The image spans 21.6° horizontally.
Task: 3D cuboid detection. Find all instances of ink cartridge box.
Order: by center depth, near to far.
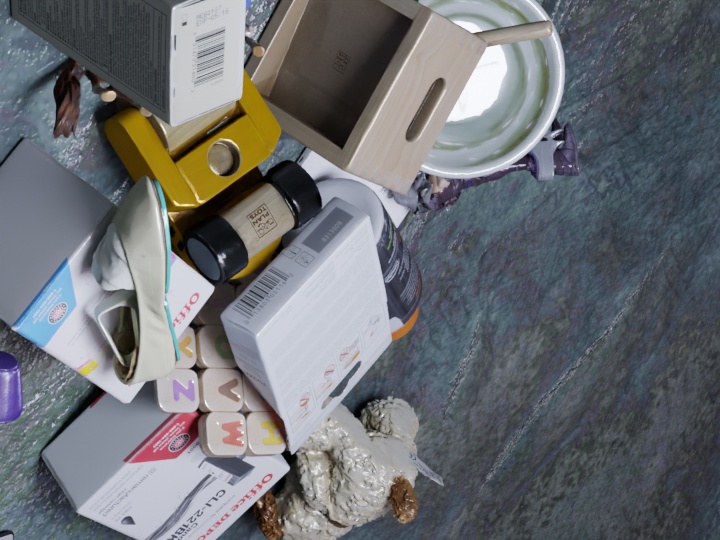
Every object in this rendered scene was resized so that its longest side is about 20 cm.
[{"bbox_3d":[-0.232,0.008,1.586,0.129,0.125,0.200,-52,146,-5],"label":"ink cartridge box"},{"bbox_3d":[-0.043,0.053,1.726,0.160,0.047,0.200,-48,151,-24],"label":"ink cartridge box"},{"bbox_3d":[-0.182,0.182,1.805,0.144,0.084,0.200,-43,145,6],"label":"ink cartridge box"}]

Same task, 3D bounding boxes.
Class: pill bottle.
[{"bbox_3d":[0.000,0.000,1.872,0.106,0.106,0.200,-49,150,-10],"label":"pill bottle"}]

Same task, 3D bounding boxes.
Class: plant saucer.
[{"bbox_3d":[0.096,-0.192,1.830,0.199,0.050,0.201,-1,106,-4],"label":"plant saucer"}]

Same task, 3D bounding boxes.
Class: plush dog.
[{"bbox_3d":[-0.024,0.238,2.047,0.172,0.161,0.200,-42,153,30],"label":"plush dog"}]

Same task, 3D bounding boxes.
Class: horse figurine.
[{"bbox_3d":[-0.168,-0.171,1.533,0.199,0.133,0.050,-21,125,-15],"label":"horse figurine"}]

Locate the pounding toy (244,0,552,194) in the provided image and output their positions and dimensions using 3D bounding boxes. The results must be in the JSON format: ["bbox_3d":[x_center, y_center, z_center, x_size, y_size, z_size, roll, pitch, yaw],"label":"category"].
[{"bbox_3d":[0.029,-0.187,1.692,0.142,0.184,0.201,19,103,-55],"label":"pounding toy"}]

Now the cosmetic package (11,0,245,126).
[{"bbox_3d":[-0.176,-0.201,1.412,0.073,0.200,0.104,-26,138,-35],"label":"cosmetic package"}]

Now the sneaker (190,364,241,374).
[{"bbox_3d":[-0.094,0.102,1.846,0.199,0.074,0.082,-4,120,-47],"label":"sneaker"}]

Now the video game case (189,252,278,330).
[{"bbox_3d":[-0.131,0.074,1.860,0.200,0.023,0.182,-52,146,-6],"label":"video game case"}]

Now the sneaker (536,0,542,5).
[{"bbox_3d":[0.142,-0.227,1.903,0.091,0.077,0.201,-31,150,-55],"label":"sneaker"}]

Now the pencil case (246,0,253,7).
[{"bbox_3d":[-0.084,-0.304,1.547,0.087,0.078,0.201,26,98,-39],"label":"pencil case"}]

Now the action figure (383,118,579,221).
[{"bbox_3d":[0.119,-0.102,1.923,0.199,0.070,0.130,-15,175,-6],"label":"action figure"}]

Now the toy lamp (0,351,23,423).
[{"bbox_3d":[-0.334,0.163,1.654,0.058,0.058,0.201,-11,126,-46],"label":"toy lamp"}]

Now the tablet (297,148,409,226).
[{"bbox_3d":[0.000,-0.091,1.892,0.130,0.014,0.200,-56,146,1],"label":"tablet"}]

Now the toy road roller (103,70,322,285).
[{"bbox_3d":[-0.144,-0.085,1.651,0.123,0.146,0.201,-37,106,-26],"label":"toy road roller"}]

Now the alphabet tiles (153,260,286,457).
[{"bbox_3d":[-0.115,0.072,1.744,0.195,0.015,0.201,6,75,-46],"label":"alphabet tiles"}]

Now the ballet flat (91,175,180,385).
[{"bbox_3d":[-0.180,0.014,1.493,0.069,0.069,0.201,-32,140,-30],"label":"ballet flat"}]

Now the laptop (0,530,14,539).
[{"bbox_3d":[-0.377,0.370,1.722,0.187,0.116,0.201,-14,129,-45],"label":"laptop"}]
